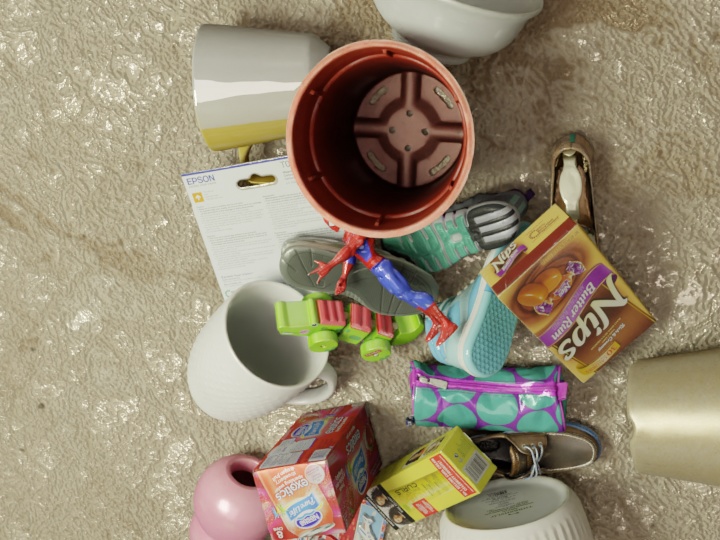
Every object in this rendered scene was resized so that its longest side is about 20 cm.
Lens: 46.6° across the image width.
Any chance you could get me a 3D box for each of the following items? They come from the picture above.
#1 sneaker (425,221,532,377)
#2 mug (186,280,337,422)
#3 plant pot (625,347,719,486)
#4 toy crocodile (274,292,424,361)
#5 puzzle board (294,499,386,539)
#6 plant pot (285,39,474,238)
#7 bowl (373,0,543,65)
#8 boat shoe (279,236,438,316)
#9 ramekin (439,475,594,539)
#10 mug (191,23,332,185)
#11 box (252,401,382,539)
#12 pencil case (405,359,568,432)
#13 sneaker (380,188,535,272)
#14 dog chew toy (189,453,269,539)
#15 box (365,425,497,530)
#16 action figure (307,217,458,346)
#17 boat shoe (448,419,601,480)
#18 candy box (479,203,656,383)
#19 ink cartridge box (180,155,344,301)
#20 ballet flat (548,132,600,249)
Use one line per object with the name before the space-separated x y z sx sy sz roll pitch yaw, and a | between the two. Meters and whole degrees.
sneaker | 0.143 0.030 1.033 0.079 0.130 0.201 34 73 -24
mug | -0.124 0.127 1.087 0.199 0.149 0.175 23 140 -23
plant pot | 0.406 0.165 0.952 0.182 0.200 0.202 -4 103 26
toy crocodile | -0.013 0.065 1.041 0.198 0.068 0.062 11 145 -26
puzzle board | -0.049 0.406 1.198 0.149 0.017 0.202 14 105 10
plant pot | 0.040 -0.154 0.948 0.199 0.195 0.203 3 103 13
bowl | 0.092 -0.290 0.921 0.200 0.201 0.091 26 127 6
boat shoe | -0.001 0.001 1.023 0.200 0.065 0.075 12 114 -10
ramekin | 0.190 0.332 1.027 0.198 0.200 0.106 -13 96 16
mug | -0.106 -0.213 1.019 0.152 0.187 0.151 -2 61 5
box | -0.048 0.250 1.064 0.099 0.200 0.096 -12 98 16
pencil case | 0.158 0.158 1.049 0.198 0.093 0.086 0 63 12
sneaker | 0.120 -0.052 1.029 0.199 0.087 0.075 -10 111 40
dog chew toy | -0.183 0.357 1.169 0.124 0.125 0.201 24 116 7
box | 0.084 0.270 1.068 0.075 0.050 0.200 47 138 -1
action figure | 0.011 0.020 0.951 0.099 0.065 0.200 -41 100 -11
boat shoe | 0.205 0.235 1.065 0.198 0.072 0.073 -4 102 15
candy box | 0.241 0.031 0.958 0.117 0.057 0.200 -43 126 9
ink cartridge box | -0.106 -0.053 1.066 0.195 0.043 0.201 -7 116 16
ballet flat | 0.249 -0.059 0.987 0.067 0.067 0.202 -6 102 14
